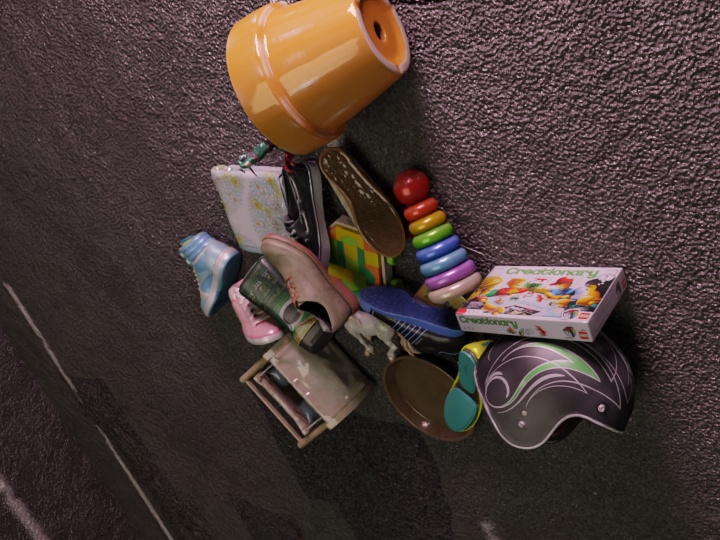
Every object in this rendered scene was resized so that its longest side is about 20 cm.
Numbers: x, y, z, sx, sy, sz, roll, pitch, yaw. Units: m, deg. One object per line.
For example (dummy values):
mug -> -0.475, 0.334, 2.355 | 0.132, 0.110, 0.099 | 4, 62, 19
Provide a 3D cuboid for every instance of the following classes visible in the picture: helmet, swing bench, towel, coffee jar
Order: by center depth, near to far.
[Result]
helmet -> 0.278, 0.155, 1.034 | 0.190, 0.200, 0.200 | -34, 98, 19
towel -> -0.176, -0.110, 1.344 | 0.200, 0.048, 0.172 | 8, 124, 39
coffee jar -> -0.128, 0.063, 1.401 | 0.200, 0.085, 0.104 | 41, 106, 8
swing bench -> -0.111, 0.227, 1.504 | 0.199, 0.130, 0.200 | 47, 141, 1

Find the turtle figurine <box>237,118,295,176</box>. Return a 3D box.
turtle figurine -> -0.137, -0.235, 1.147 | 0.100, 0.150, 0.200 | 7, 155, 0

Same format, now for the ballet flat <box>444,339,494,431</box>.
ballet flat -> 0.185, 0.186, 1.187 | 0.067, 0.067, 0.200 | 41, 143, 33

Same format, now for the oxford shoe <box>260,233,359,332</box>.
oxford shoe -> -0.095, 0.019, 1.214 | 0.200, 0.075, 0.070 | 39, 147, 3

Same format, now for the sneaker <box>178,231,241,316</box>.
sneaker -> -0.329, -0.001, 1.554 | 0.130, 0.080, 0.200 | 35, 131, 11

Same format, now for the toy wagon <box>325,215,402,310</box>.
toy wagon -> 0.000, 0.000, 1.278 | 0.155, 0.040, 0.201 | 21, 134, 30

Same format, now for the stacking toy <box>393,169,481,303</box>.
stacking toy -> 0.105, -0.056, 1.098 | 0.085, 0.085, 0.201 | -21, 94, 50

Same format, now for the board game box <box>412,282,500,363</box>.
board game box -> 0.174, 0.093, 1.200 | 0.200, 0.035, 0.136 | 43, 142, 6

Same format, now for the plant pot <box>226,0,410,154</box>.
plant pot -> -0.043, -0.280, 0.974 | 0.183, 0.200, 0.201 | -19, 109, 33

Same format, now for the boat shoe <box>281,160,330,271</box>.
boat shoe -> -0.098, -0.080, 1.235 | 0.072, 0.068, 0.201 | 27, 126, 56

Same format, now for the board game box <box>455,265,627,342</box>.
board game box -> 0.247, 0.042, 1.015 | 0.200, 0.126, 0.035 | 1, 124, 42

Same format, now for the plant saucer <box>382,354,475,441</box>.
plant saucer -> 0.130, 0.232, 1.365 | 0.200, 0.029, 0.201 | 25, 137, 26

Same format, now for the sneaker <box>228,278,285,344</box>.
sneaker -> -0.215, 0.075, 1.478 | 0.200, 0.075, 0.105 | 32, 142, 62

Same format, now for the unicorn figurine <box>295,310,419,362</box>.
unicorn figurine -> 0.007, 0.104, 1.322 | 0.199, 0.074, 0.138 | -9, 133, 25

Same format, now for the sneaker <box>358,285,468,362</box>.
sneaker -> 0.083, 0.089, 1.198 | 0.200, 0.070, 0.078 | 20, 130, 30

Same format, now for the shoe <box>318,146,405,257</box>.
shoe -> 0.007, -0.110, 1.160 | 0.070, 0.053, 0.200 | -33, 95, 8

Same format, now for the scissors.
scissors -> 0.106, -0.052, 1.160 | 0.200, 0.014, 0.073 | 32, 137, 17
